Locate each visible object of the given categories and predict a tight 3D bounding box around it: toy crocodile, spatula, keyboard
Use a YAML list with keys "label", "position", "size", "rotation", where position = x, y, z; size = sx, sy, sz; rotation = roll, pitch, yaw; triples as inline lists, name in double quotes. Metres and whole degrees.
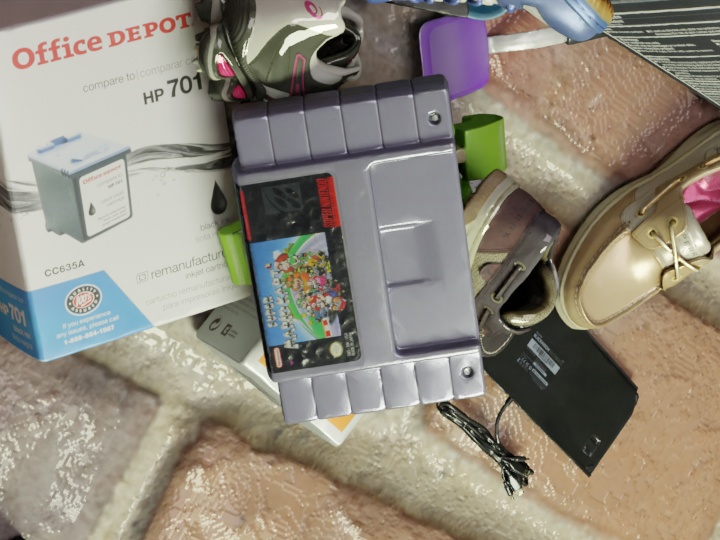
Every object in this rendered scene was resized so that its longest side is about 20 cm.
- label: "toy crocodile"
  position: [0.005, -0.047, 1.303]
  size: [0.200, 0.062, 0.068]
  rotation: [-28, 118, -15]
- label: "spatula"
  position: [0.121, -0.156, 1.439]
  size: [0.199, 0.021, 0.057]
  rotation: [-15, 110, -26]
- label: "keyboard"
  position: [0.109, 0.078, 1.502]
  size: [0.200, 0.021, 0.127]
  rotation: [45, 74, -30]

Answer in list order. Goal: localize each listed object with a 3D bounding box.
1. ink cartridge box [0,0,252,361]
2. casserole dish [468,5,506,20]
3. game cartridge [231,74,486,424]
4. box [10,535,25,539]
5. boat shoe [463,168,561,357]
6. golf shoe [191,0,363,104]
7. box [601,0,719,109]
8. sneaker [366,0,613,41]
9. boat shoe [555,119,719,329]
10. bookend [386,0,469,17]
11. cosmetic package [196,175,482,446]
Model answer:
- label: "ink cartridge box"
  position: [-0.157, -0.067, 1.267]
  size: [0.146, 0.086, 0.201]
  rotation: [-18, 114, -26]
- label: "casserole dish"
  position: [0.045, -0.244, 1.360]
  size: [0.200, 0.039, 0.121]
  rotation: [30, 88, -32]
- label: "game cartridge"
  position: [-0.001, -0.008, 1.249]
  size: [0.129, 0.038, 0.201]
  rotation: [-11, 115, -3]
- label: "box"
  position: [-0.236, 0.291, 1.351]
  size: [0.160, 0.044, 0.201]
  rotation: [-30, 117, -19]
- label: "boat shoe"
  position: [0.091, 0.010, 1.342]
  size: [0.072, 0.065, 0.200]
  rotation: [-47, 161, -22]
- label: "golf shoe"
  position: [-0.035, -0.116, 1.269]
  size: [0.088, 0.200, 0.078]
  rotation: [-5, 80, 10]
- label: "box"
  position: [0.272, -0.187, 1.402]
  size: [0.198, 0.200, 0.124]
  rotation: [25, 79, -33]
- label: "sneaker"
  position: [0.045, -0.177, 1.197]
  size: [0.200, 0.075, 0.088]
  rotation: [34, 101, -6]
- label: "boat shoe"
  position: [0.219, -0.031, 1.502]
  size: [0.200, 0.069, 0.074]
  rotation: [-44, 120, -14]
- label: "bookend"
  position: [-0.022, -0.265, 1.246]
  size: [0.198, 0.092, 0.201]
  rotation: [9, 101, -10]
- label: "cosmetic package"
  position: [0.000, 0.000, 1.385]
  size: [0.101, 0.071, 0.200]
  rotation: [42, 81, -32]
